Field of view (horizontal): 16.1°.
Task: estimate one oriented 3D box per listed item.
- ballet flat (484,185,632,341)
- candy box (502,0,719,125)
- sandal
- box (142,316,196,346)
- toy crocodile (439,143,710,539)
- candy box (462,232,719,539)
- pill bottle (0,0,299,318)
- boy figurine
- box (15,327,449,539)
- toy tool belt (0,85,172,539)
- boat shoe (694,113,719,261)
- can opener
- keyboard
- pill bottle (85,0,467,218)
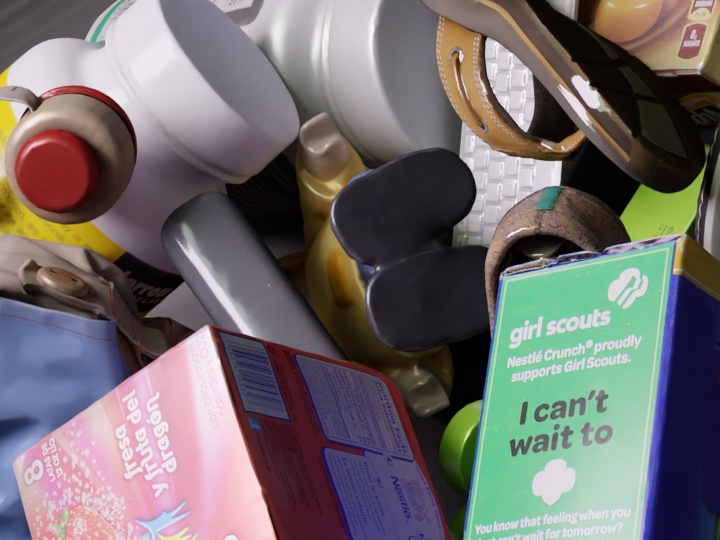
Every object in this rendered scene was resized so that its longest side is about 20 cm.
[{"bbox_3d":[0.072,0.072,0.858,0.068,0.067,0.200,-12,89,11],"label":"ballet flat"},{"bbox_3d":[0.138,-0.156,1.002,0.115,0.055,0.200,3,71,52],"label":"candy box"},{"bbox_3d":[0.054,-0.075,0.936,0.200,0.082,0.055,42,106,41],"label":"sandal"},{"bbox_3d":[-0.120,0.084,1.124,0.200,0.103,0.095,-3,65,48],"label":"box"},{"bbox_3d":[0.089,0.043,0.942,0.068,0.062,0.200,21,80,52],"label":"toy crocodile"},{"bbox_3d":[0.103,0.115,0.777,0.077,0.169,0.200,-12,59,37],"label":"candy box"},{"bbox_3d":[-0.124,-0.023,1.024,0.200,0.111,0.111,-40,42,19],"label":"pill bottle"},{"bbox_3d":[0.000,0.000,1.004,0.124,0.064,0.200,69,163,1],"label":"boy figurine"},{"bbox_3d":[-0.022,0.131,0.814,0.095,0.103,0.200,-34,61,27],"label":"box"},{"bbox_3d":[-0.124,0.043,0.923,0.123,0.125,0.200,-71,-6,-69],"label":"toy tool belt"},{"bbox_3d":[0.162,-0.080,0.912,0.060,0.074,0.200,19,93,67],"label":"boat shoe"},{"bbox_3d":[-0.023,0.063,0.927,0.067,0.053,0.200,-35,64,-4],"label":"can opener"},{"bbox_3d":[0.062,-0.076,0.994,0.056,0.011,0.200,7,93,53],"label":"keyboard"},{"bbox_3d":[-0.025,-0.081,1.102,0.200,0.113,0.113,-4,65,49],"label":"pill bottle"}]
